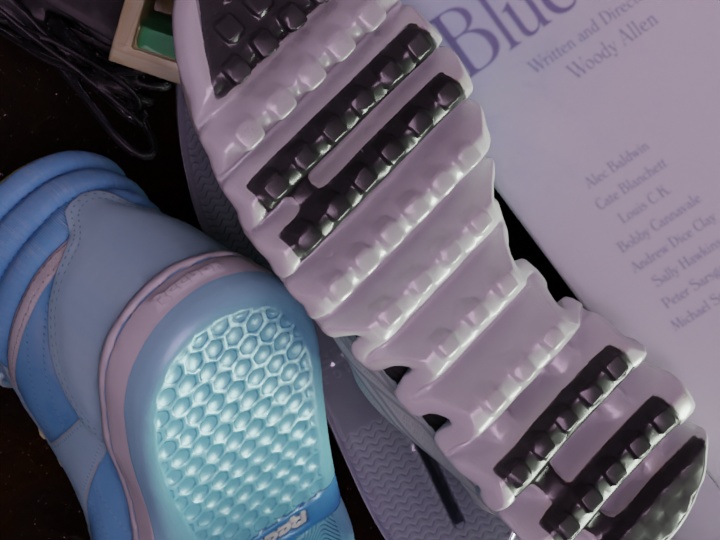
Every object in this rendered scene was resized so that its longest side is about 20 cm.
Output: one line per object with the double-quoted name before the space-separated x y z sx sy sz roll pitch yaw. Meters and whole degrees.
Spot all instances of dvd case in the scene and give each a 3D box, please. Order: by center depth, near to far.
"dvd case" 0.111 -0.038 0.712 0.143 0.018 0.200 -34 101 17

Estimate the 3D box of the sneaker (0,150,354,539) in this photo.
"sneaker" -0.069 0.046 0.801 0.079 0.131 0.200 -28 140 -28

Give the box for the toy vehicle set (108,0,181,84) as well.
"toy vehicle set" 0.043 -0.087 0.728 0.199 0.027 0.125 18 109 1

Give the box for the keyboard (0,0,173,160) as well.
"keyboard" -0.090 -0.111 0.775 0.200 0.040 0.104 31 106 0

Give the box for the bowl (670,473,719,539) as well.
"bowl" 0.154 0.022 0.828 0.200 0.090 0.202 -2 103 -9

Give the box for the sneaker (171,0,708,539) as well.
"sneaker" 0.010 -0.002 0.713 0.075 0.081 0.200 -39 105 -16

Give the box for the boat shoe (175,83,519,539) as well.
"boat shoe" 0.000 0.000 0.811 0.073 0.067 0.201 -20 88 13
